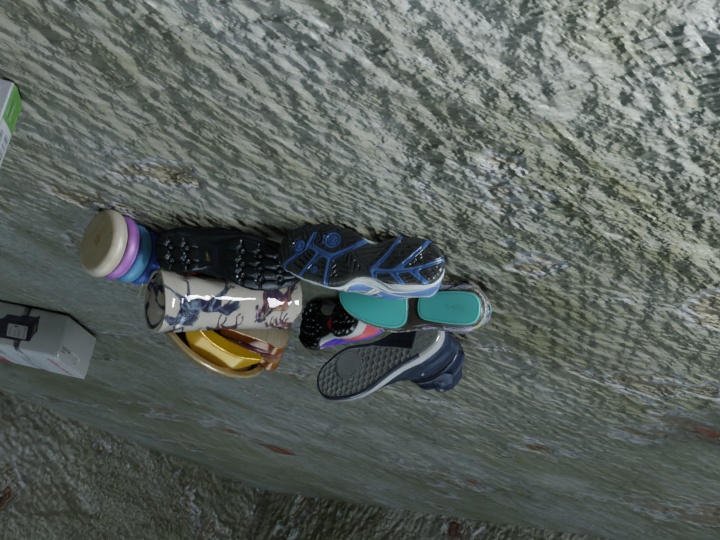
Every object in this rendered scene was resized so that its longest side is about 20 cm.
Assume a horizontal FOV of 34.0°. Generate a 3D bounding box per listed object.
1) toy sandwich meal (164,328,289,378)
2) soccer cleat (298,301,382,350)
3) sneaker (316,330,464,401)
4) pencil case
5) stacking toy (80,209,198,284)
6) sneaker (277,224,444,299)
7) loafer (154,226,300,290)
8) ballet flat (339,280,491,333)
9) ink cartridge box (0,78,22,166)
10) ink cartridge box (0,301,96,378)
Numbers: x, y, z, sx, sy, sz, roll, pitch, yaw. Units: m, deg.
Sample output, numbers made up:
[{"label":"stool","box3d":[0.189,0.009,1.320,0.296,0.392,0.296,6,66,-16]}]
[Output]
[{"label":"toy sandwich meal","box3d":[-0.190,0.070,1.640,0.203,0.206,0.071,25,118,-30]},{"label":"soccer cleat","box3d":[-0.022,0.075,1.621,0.072,0.070,0.199,10,166,-27]},{"label":"sneaker","box3d":[0.051,0.143,1.650,0.200,0.078,0.146,-25,152,17]},{"label":"pencil case","box3d":[-0.178,0.037,1.498,0.197,0.079,0.089,-1,-166,-26]},{"label":"stacking toy","box3d":[-0.263,-0.011,1.536,0.084,0.087,0.199,-3,163,43]},{"label":"sneaker","box3d":[0.000,0.000,1.345,0.197,0.077,0.077,11,158,14]},{"label":"loafer","box3d":[-0.155,-0.021,1.437,0.197,0.069,0.070,9,-161,21]},{"label":"ballet flat","box3d":[0.071,0.043,1.448,0.197,0.073,0.072,6,161,27]},{"label":"ink cartridge box","box3d":[-0.451,-0.156,1.175,0.197,0.105,0.059,15,162,-3]},{"label":"ink cartridge box","box3d":[-0.613,0.126,2.196,0.197,0.086,0.145,11,162,13]}]
